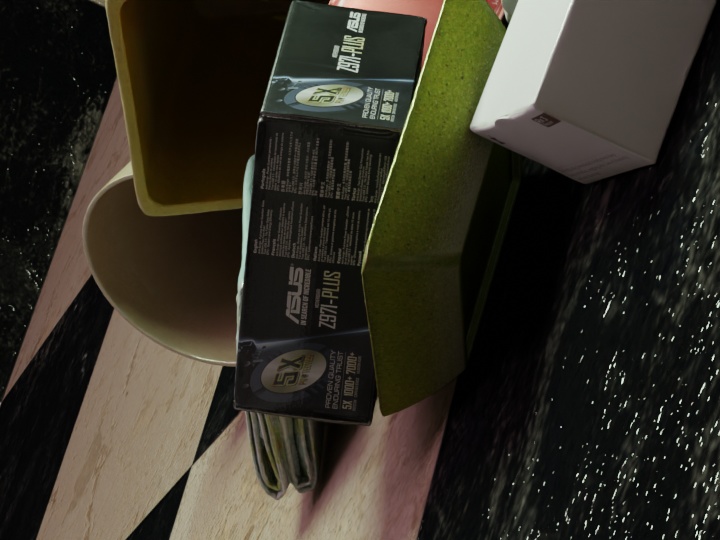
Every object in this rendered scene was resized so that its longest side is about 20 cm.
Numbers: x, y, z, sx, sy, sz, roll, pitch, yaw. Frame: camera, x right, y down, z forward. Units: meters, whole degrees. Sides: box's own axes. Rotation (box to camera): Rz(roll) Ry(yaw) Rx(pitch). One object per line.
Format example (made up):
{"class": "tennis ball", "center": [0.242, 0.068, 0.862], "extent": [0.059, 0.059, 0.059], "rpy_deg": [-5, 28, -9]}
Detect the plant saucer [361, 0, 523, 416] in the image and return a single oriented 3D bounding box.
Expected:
{"class": "plant saucer", "center": [0.055, -0.037, 1.618], "extent": [0.200, 0.048, 0.200], "rpy_deg": [82, -157, -62]}

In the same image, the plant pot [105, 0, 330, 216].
{"class": "plant pot", "center": [-0.071, -0.181, 2.003], "extent": [0.200, 0.195, 0.195], "rpy_deg": [-92, -3, -52]}

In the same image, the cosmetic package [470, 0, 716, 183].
{"class": "cosmetic package", "center": [0.142, -0.156, 1.519], "extent": [0.113, 0.081, 0.200], "rpy_deg": [171, 120, -75]}

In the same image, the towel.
{"class": "towel", "center": [-0.053, 0.033, 1.900], "extent": [0.200, 0.048, 0.171], "rpy_deg": [-84, -9, -56]}

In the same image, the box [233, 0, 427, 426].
{"class": "box", "center": [-0.018, -0.036, 1.666], "extent": [0.164, 0.086, 0.200], "rpy_deg": [-80, -4, -60]}

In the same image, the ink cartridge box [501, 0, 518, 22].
{"class": "ink cartridge box", "center": [0.110, -0.252, 1.686], "extent": [0.200, 0.083, 0.147], "rpy_deg": [-96, -3, -65]}

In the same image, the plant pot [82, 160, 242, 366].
{"class": "plant pot", "center": [-0.089, -0.062, 2.155], "extent": [0.187, 0.187, 0.200], "rpy_deg": [-54, 5, 46]}

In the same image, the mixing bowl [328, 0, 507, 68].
{"class": "mixing bowl", "center": [0.024, -0.135, 1.814], "extent": [0.200, 0.108, 0.200], "rpy_deg": [26, -90, -89]}
